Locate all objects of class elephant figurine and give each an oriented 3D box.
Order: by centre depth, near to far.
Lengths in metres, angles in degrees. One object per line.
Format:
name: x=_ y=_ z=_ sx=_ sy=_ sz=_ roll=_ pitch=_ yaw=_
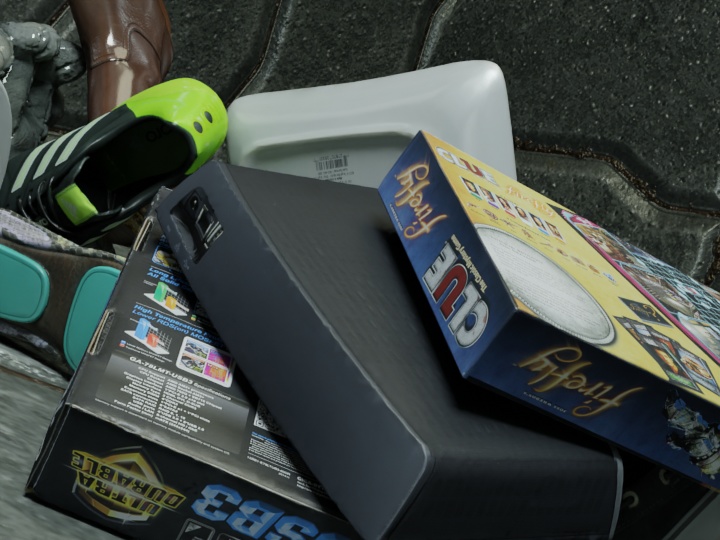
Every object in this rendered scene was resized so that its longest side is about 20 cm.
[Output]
elephant figurine: x=-0.238 y=-0.050 z=0.915 sx=0.141 sy=0.201 sz=0.155 roll=3 pitch=-10 yaw=-41

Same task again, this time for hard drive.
hard drive: x=0.011 y=0.026 z=0.573 sx=0.135 sy=0.042 sz=0.200 roll=7 pitch=32 yaw=-38

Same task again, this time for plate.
plate: x=0.000 y=0.000 z=0.758 sx=0.199 sy=0.201 sz=0.032 roll=-1 pitch=8 yaw=44

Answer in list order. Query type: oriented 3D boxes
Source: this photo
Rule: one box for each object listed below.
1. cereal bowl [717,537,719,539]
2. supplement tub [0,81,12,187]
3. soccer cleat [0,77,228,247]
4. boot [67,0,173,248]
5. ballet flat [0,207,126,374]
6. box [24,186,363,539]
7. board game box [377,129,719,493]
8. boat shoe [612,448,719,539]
cereal bowl: x=0.134 y=0.139 z=0.771 sx=0.200 sy=0.083 sz=0.200 roll=24 pitch=1 yaw=0
supplement tub: x=-0.271 y=-0.069 z=0.628 sx=0.200 sy=0.132 sz=0.132 roll=25 pitch=2 yaw=9
soccer cleat: x=-0.162 y=-0.042 z=0.801 sx=0.068 sy=0.200 sz=0.081 roll=54 pitch=19 yaw=-14
boot: x=-0.156 y=-0.126 z=0.883 sx=0.064 sy=0.200 sz=0.187 roll=-14 pitch=-36 yaw=13
ballet flat: x=-0.142 y=0.016 z=0.747 sx=0.200 sy=0.072 sz=0.072 roll=24 pitch=2 yaw=20
box: x=-0.016 y=0.058 z=0.593 sx=0.200 sy=0.050 sz=0.199 roll=24 pitch=23 yaw=-9
board game box: x=0.109 y=0.027 z=0.591 sx=0.200 sy=0.035 sz=0.136 roll=26 pitch=23 yaw=-27
boat shoe: x=0.141 y=0.094 z=0.661 sx=0.057 sy=0.200 sz=0.069 roll=53 pitch=-35 yaw=-2
